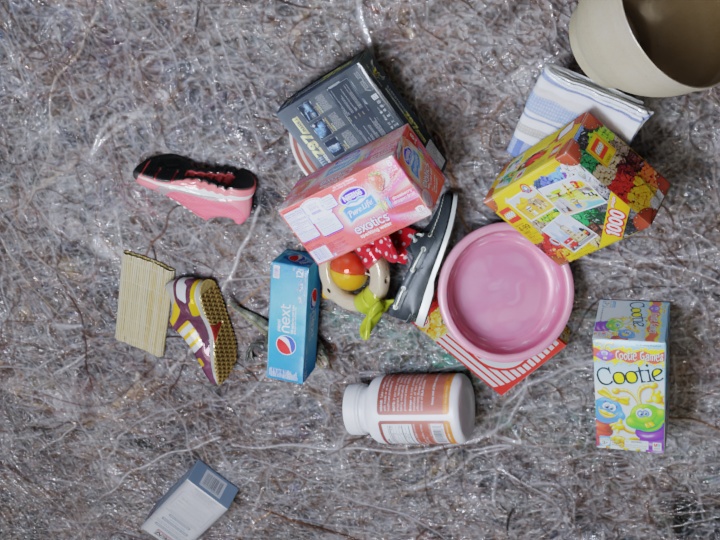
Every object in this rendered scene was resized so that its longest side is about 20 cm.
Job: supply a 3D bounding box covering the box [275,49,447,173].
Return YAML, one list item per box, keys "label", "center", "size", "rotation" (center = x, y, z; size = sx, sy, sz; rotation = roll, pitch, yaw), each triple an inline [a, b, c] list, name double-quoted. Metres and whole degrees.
- label: "box"
  center: [0.002, -0.185, 1.491]
  size: [0.157, 0.051, 0.200]
  rotation: [-27, 111, 32]

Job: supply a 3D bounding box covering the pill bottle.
- label: "pill bottle"
  center: [0.078, 0.223, 1.728]
  size: [0.199, 0.112, 0.113]
  rotation: [-3, 121, 22]

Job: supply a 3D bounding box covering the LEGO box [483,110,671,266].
- label: "LEGO box"
  center: [0.281, -0.102, 1.407]
  size: [0.149, 0.077, 0.200]
  rotation: [38, 153, -10]

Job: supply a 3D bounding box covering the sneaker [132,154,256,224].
- label: "sneaker"
  center: [-0.259, -0.116, 1.645]
  size: [0.199, 0.074, 0.087]
  rotation: [13, 127, 11]

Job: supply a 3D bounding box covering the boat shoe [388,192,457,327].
- label: "boat shoe"
  center: [0.092, -0.021, 1.541]
  size: [0.060, 0.076, 0.201]
  rotation: [16, 89, 5]

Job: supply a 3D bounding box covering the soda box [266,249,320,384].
- label: "soda box"
  center: [-0.105, 0.074, 1.694]
  size: [0.064, 0.068, 0.201]
  rotation: [10, 112, 14]

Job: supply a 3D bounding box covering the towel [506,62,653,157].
- label: "towel"
  center: [0.279, -0.180, 1.392]
  size: [0.146, 0.024, 0.200]
  rotation: [25, 153, 4]

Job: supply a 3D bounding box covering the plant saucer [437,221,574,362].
- label: "plant saucer"
  center: [0.206, 0.030, 1.540]
  size: [0.199, 0.051, 0.202]
  rotation: [0, 92, -8]

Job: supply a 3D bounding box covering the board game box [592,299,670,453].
- label: "board game box"
  center: [0.400, 0.155, 1.572]
  size: [0.102, 0.105, 0.201]
  rotation: [2, 123, 19]

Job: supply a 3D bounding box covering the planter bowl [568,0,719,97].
- label: "planter bowl"
  center: [0.332, -0.292, 1.260]
  size: [0.200, 0.200, 0.135]
  rotation: [48, 151, -15]

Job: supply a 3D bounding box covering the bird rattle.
- label: "bird rattle"
  center: [0.000, 0.000, 1.617]
  size: [0.162, 0.113, 0.201]
  rotation: [15, 123, 33]

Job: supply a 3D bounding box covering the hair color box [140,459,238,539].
- label: "hair color box"
  center: [-0.331, 0.460, 2.065]
  size: [0.099, 0.061, 0.200]
  rotation: [38, 126, -7]

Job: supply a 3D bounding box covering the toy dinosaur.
- label: "toy dinosaur"
  center: [-0.145, 0.122, 1.784]
  size: [0.199, 0.047, 0.088]
  rotation: [27, 118, 3]

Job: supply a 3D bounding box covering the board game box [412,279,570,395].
- label: "board game box"
  center: [0.195, 0.081, 1.631]
  size: [0.200, 0.046, 0.152]
  rotation: [38, 127, -8]

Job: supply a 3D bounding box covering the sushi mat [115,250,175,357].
- label: "sushi mat"
  center: [-0.374, 0.059, 1.842]
  size: [0.095, 0.012, 0.201]
  rotation: [20, 127, 7]

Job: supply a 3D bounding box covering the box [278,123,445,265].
- label: "box"
  center: [0.002, -0.103, 1.456]
  size: [0.199, 0.095, 0.103]
  rotation: [-24, 114, 32]

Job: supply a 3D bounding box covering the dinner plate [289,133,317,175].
- label: "dinner plate"
  center: [-0.006, -0.187, 1.538]
  size: [0.199, 0.024, 0.201]
  rotation: [10, 125, 14]

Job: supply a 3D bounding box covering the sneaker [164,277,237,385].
- label: "sneaker"
  center: [-0.272, 0.100, 1.803]
  size: [0.090, 0.075, 0.201]
  rotation: [5, 118, 26]
